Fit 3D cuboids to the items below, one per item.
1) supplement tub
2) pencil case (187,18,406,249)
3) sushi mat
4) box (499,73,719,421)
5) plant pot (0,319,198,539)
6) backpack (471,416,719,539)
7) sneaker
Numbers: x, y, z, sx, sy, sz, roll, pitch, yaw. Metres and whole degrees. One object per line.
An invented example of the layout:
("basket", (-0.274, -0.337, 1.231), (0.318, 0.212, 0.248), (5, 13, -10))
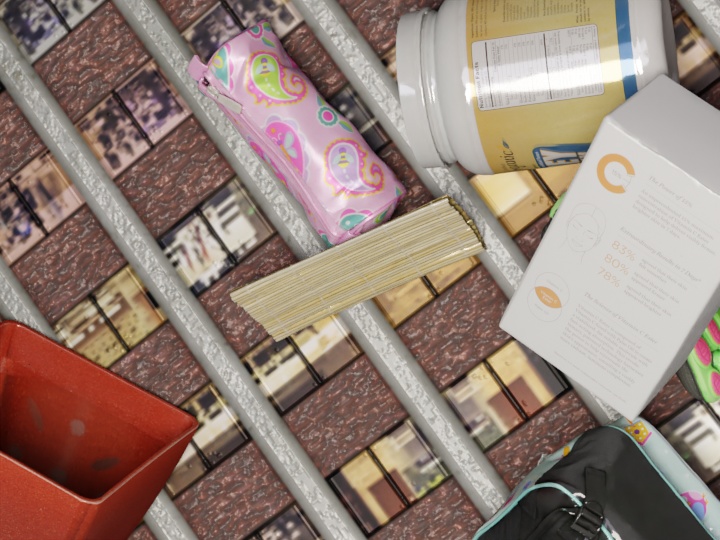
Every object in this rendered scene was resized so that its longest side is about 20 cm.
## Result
("supplement tub", (0.138, -0.150, 1.294), (0.199, 0.145, 0.146), (-7, 91, 15))
("pencil case", (-0.051, -0.108, 1.375), (0.087, 0.087, 0.200), (-41, 85, 13))
("sushi mat", (0.000, 0.000, 1.368), (0.199, 0.096, 0.012), (-24, 56, 15))
("box", (0.203, -0.015, 1.207), (0.124, 0.097, 0.201), (36, 130, 15))
("plant pot", (-0.284, 0.184, 1.408), (0.199, 0.200, 0.177), (27, 111, 11))
("backpack", (0.184, 0.220, 1.291), (0.176, 0.153, 0.200), (47, 140, 6))
("sneaker", (0.219, 0.020, 1.330), (0.200, 0.077, 0.084), (52, 136, 2))
